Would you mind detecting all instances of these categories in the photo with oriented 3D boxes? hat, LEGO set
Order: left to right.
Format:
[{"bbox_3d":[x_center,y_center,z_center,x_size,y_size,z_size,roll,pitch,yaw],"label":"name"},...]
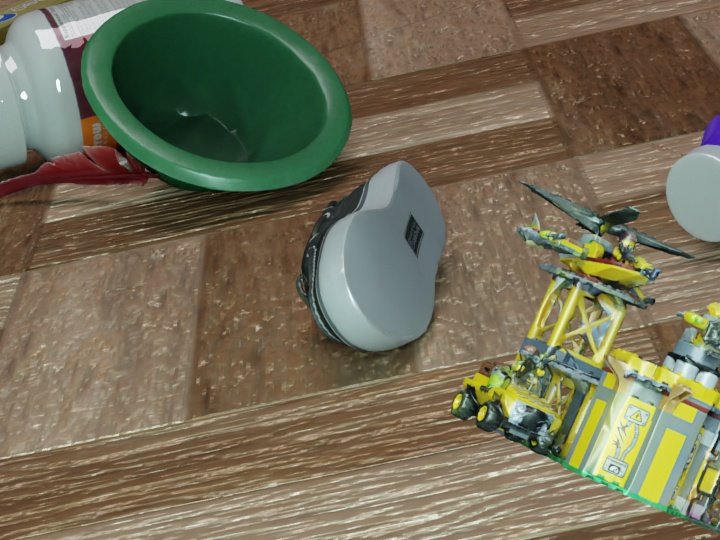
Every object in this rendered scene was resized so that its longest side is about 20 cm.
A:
[{"bbox_3d":[-0.115,-0.063,1.661,0.166,0.176,0.200,-21,56,-34],"label":"hat"},{"bbox_3d":[0.142,0.032,0.838,0.200,0.116,0.154,23,-1,-12],"label":"LEGO set"}]

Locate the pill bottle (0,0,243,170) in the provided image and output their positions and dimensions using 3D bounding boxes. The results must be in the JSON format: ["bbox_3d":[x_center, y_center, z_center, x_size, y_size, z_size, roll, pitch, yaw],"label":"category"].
[{"bbox_3d":[-0.178,-0.136,1.787,0.200,0.110,0.110,-17,17,-16],"label":"pill bottle"}]

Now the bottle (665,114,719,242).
[{"bbox_3d":[0.231,-0.070,1.340,0.083,0.065,0.200,4,23,41],"label":"bottle"}]

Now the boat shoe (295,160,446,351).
[{"bbox_3d":[0.000,0.000,1.296,0.057,0.069,0.200,-28,10,17],"label":"boat shoe"}]

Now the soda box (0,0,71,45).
[{"bbox_3d":[-0.268,-0.175,2.060,0.064,0.068,0.200,-2,19,33],"label":"soda box"}]
